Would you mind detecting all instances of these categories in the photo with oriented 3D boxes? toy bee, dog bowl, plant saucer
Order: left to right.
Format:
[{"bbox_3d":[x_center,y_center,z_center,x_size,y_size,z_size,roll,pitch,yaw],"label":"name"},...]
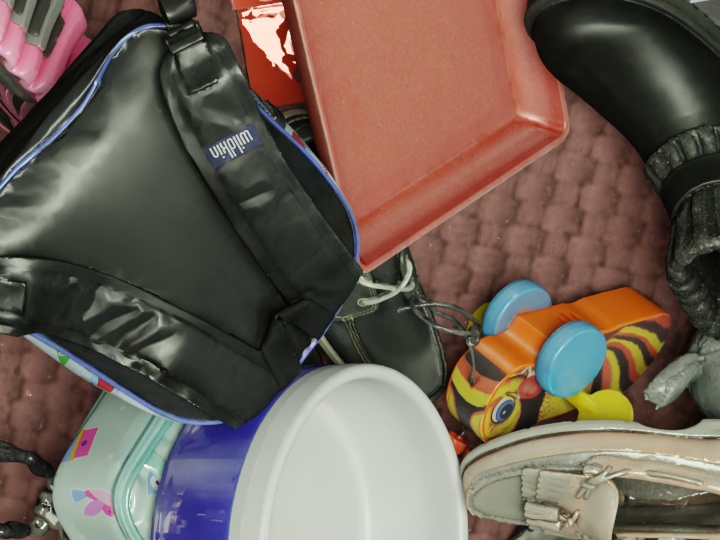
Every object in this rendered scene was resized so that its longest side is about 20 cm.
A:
[{"bbox_3d":[-0.024,0.152,1.060,0.079,0.200,0.201,-2,109,35],"label":"dog bowl"},{"bbox_3d":[0.031,-0.130,1.064,0.200,0.037,0.200,-33,121,-38],"label":"plant saucer"},{"bbox_3d":[0.090,0.061,1.133,0.199,0.131,0.109,10,114,-23],"label":"toy bee"}]

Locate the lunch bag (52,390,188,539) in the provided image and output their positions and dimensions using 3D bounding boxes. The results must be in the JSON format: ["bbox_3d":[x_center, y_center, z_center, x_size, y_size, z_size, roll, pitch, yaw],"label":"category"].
[{"bbox_3d":[-0.085,0.145,1.108,0.077,0.161,0.200,-4,131,34],"label":"lunch bag"}]

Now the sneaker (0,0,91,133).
[{"bbox_3d":[-0.191,-0.116,1.065,0.095,0.079,0.200,0,138,33],"label":"sneaker"}]

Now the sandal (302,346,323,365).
[{"bbox_3d":[-0.071,0.015,1.150,0.076,0.043,0.201,-29,105,4],"label":"sandal"}]

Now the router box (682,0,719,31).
[{"bbox_3d":[0.267,-0.202,1.112,0.199,0.052,0.158,21,102,-9],"label":"router box"}]

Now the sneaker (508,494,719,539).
[{"bbox_3d":[0.173,0.175,1.159,0.080,0.200,0.078,42,57,-22],"label":"sneaker"}]

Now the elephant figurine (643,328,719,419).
[{"bbox_3d":[0.279,0.101,1.162,0.155,0.142,0.201,1,129,26],"label":"elephant figurine"}]

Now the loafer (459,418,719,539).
[{"bbox_3d":[0.154,0.125,1.074,0.199,0.063,0.072,-5,139,8],"label":"loafer"}]

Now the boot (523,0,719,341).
[{"bbox_3d":[0.176,-0.063,1.075,0.211,0.158,0.079,27,144,-18],"label":"boot"}]

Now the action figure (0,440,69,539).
[{"bbox_3d":[-0.171,0.153,1.152,0.199,0.102,0.119,19,91,-7],"label":"action figure"}]

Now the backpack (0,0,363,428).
[{"bbox_3d":[-0.103,-0.018,0.995,0.190,0.154,0.200,43,90,-20],"label":"backpack"}]

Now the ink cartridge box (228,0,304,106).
[{"bbox_3d":[-0.028,-0.194,1.093,0.108,0.050,0.201,-10,105,-2],"label":"ink cartridge box"}]

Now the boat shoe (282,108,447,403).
[{"bbox_3d":[0.000,0.000,1.134,0.072,0.068,0.201,-31,108,-19],"label":"boat shoe"}]
